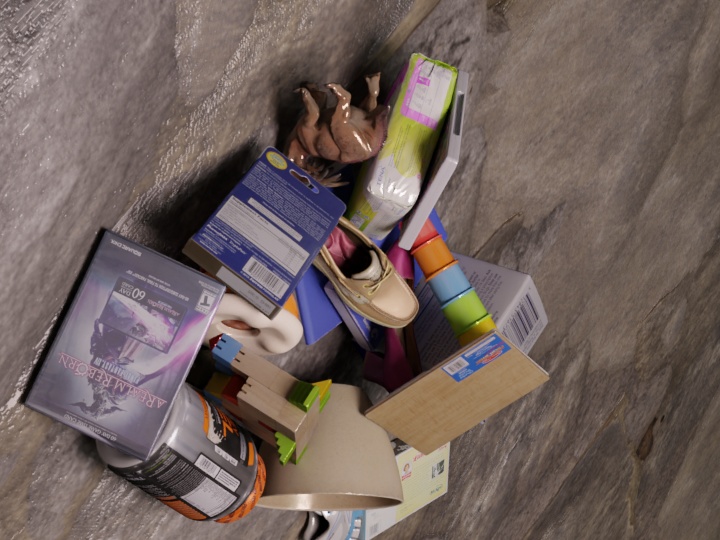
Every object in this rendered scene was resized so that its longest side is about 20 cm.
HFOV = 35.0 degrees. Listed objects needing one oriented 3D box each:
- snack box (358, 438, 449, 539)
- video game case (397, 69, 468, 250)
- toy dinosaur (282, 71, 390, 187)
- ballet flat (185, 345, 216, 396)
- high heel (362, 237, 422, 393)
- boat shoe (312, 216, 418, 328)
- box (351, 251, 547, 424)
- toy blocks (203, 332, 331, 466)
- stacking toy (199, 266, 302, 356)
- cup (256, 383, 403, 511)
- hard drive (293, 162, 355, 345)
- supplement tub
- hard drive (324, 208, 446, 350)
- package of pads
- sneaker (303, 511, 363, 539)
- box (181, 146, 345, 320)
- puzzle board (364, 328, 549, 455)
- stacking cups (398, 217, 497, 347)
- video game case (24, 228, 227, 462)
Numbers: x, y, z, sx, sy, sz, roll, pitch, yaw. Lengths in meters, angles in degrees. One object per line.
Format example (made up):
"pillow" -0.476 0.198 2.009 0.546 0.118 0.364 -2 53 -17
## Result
"snack box" 0.062 0.312 1.717 0.199 0.037 0.118 -19 118 -45
"video game case" 0.090 -0.139 1.406 0.201 0.018 0.144 -78 -168 -50
"toy dinosaur" -0.025 -0.152 1.334 0.085 0.198 0.138 -26 109 -52
"ballet flat" -0.184 0.113 1.338 0.199 0.046 0.068 26 84 -51
"high heel" 0.063 0.061 1.468 0.067 0.095 0.203 -4 106 -50
"boat shoe" 0.000 0.000 1.395 0.199 0.066 0.074 39 73 -18
"box" 0.123 0.083 1.573 0.185 0.198 0.105 -53 137 -22
"toy blocks" -0.116 0.142 1.289 0.101 0.136 0.200 -57 171 -19
"stacking toy" -0.126 -0.014 1.314 0.146 0.144 0.203 42 48 -49
"cup" -0.043 0.225 1.461 0.199 0.198 0.146 23 62 -51
"hard drive" -0.046 -0.022 1.469 0.131 0.025 0.203 -35 129 -37
"supplement tub" -0.197 0.207 1.299 0.124 0.121 0.200 -59 140 -15
"hard drive" 0.038 -0.012 1.522 0.201 0.025 0.133 -55 139 -23
"package of pads" 0.049 -0.151 1.412 0.067 0.155 0.203 21 72 -7
"sneaker" -0.034 0.295 1.572 0.086 0.074 0.203 -1 104 -44
"box" -0.100 -0.046 1.262 0.032 0.121 0.201 -49 -174 42
"puzzle board" 0.122 0.153 1.433 0.199 0.018 0.150 -35 137 16
"stacking cups" 0.109 0.021 1.442 0.060 0.060 0.201 -28 84 -40
"video game case" -0.244 0.078 1.195 0.019 0.141 0.202 111 3 -82
